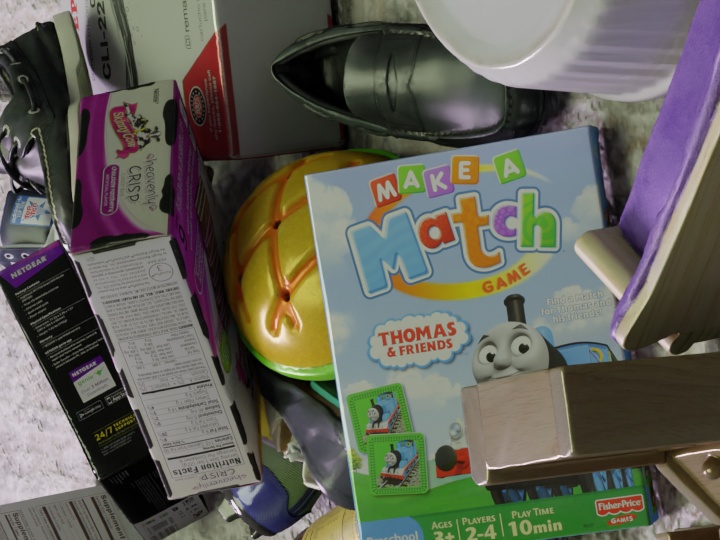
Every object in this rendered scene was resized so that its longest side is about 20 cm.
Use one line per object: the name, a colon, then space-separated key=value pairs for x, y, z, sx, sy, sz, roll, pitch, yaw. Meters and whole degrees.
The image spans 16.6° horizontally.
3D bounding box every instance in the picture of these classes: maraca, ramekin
maraca: x=0.000 y=0.000 z=1.349 sx=0.200 sy=0.107 sz=0.138 roll=18 pitch=82 yaw=48
ramekin: x=0.096 y=-0.177 z=1.174 sx=0.202 sy=0.094 sz=0.204 roll=19 pitch=113 yaw=55

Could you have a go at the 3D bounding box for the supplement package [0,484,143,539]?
supplement package: x=-0.246 y=0.265 z=1.705 sx=0.151 sy=0.199 sz=0.152 roll=60 pitch=142 yaw=29

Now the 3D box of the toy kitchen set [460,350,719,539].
toy kitchen set: x=0.130 y=0.144 z=1.112 sx=0.163 sy=0.180 sz=0.201 roll=-18 pitch=78 yaw=58

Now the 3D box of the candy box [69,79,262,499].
candy box: x=-0.107 y=0.013 z=1.405 sx=0.137 sy=0.061 sz=0.201 roll=-93 pitch=-9 yaw=-47

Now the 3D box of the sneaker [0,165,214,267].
sneaker: x=-0.168 y=-0.032 z=1.572 sx=0.200 sy=0.108 sz=0.070 roll=143 pitch=145 yaw=-64

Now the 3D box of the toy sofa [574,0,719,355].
toy sofa: x=0.157 y=-0.064 z=1.103 sx=0.083 sy=0.097 sz=0.201 roll=50 pitch=137 yaw=38

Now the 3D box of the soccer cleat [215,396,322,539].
soccer cleat: x=-0.070 y=0.076 z=1.536 sx=0.084 sy=0.065 sz=0.201 roll=-37 pitch=49 yaw=13

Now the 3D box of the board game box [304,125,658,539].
board game box: x=0.060 y=0.038 z=1.249 sx=0.150 sy=0.037 sz=0.201 roll=-9 pitch=88 yaw=14

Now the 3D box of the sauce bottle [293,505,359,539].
sauce bottle: x=-0.004 y=0.168 z=1.437 sx=0.200 sy=0.064 sz=0.065 roll=-40 pitch=64 yaw=55

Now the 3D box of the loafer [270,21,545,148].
loafer: x=0.024 y=-0.099 z=1.325 sx=0.200 sy=0.070 sz=0.069 roll=15 pitch=110 yaw=55

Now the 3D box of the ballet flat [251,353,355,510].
ballet flat: x=-0.025 y=0.083 z=1.406 sx=0.200 sy=0.073 sz=0.073 roll=-135 pitch=45 yaw=-65

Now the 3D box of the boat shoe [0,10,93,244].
boat shoe: x=-0.189 y=-0.078 z=1.449 sx=0.075 sy=0.066 sz=0.200 roll=77 pitch=179 yaw=-47

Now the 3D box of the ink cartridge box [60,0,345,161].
ink cartridge box: x=-0.102 y=-0.140 z=1.498 sx=0.200 sy=0.083 sz=0.145 roll=2 pitch=100 yaw=58

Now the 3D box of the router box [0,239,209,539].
router box: x=-0.161 y=0.082 z=1.568 sx=0.150 sy=0.051 sz=0.200 roll=61 pitch=175 yaw=17
